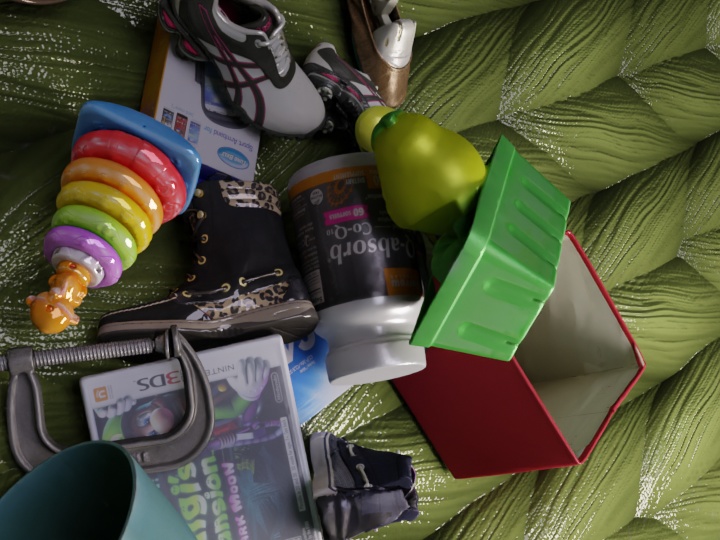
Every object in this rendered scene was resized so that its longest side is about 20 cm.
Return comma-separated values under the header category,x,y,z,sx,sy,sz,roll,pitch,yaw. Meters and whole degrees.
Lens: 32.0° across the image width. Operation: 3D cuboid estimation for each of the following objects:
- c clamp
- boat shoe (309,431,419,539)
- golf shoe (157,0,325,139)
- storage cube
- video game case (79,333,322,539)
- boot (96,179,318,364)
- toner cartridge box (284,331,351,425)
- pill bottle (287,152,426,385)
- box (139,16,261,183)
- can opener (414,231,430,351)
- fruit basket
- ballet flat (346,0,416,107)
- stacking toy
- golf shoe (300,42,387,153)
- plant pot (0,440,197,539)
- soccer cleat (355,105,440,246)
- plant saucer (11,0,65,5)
category,x,y,z,sx,sy,sz,roll,pitch,yaw
c clamp,-0.220,0.092,1.046,0.197,0.027,0.174,0,89,-13
boat shoe,0.005,0.191,1.146,0.091,0.200,0.076,-12,102,-1
golf shoe,-0.097,-0.198,1.171,0.200,0.088,0.078,40,56,-28
storage cube,0.157,0.090,1.312,0.171,0.179,0.201,-45,108,-39
video game case,-0.136,0.173,1.091,0.179,0.023,0.203,-12,90,-14
boot,-0.146,0.000,1.144,0.197,0.073,0.152,-8,64,-13
toner cartridge box,-0.067,0.093,1.213,0.199,0.043,0.096,-35,103,-40
pill bottle,0.000,0.000,1.189,0.115,0.116,0.203,0,74,-40
box,-0.149,-0.168,1.210,0.118,0.041,0.203,21,64,-35
can opener,0.047,-0.003,1.275,0.078,0.064,0.201,8,39,-21
fruit basket,0.081,-0.044,1.130,0.213,0.157,0.217,18,35,-13
ballet flat,0.024,-0.282,1.363,0.067,0.072,0.203,-12,87,-40
stacking toy,-0.221,-0.028,1.048,0.115,0.110,0.202,24,56,-6
golf shoe,0.013,-0.157,1.325,0.200,0.077,0.089,44,40,-31
plant pot,-0.200,0.260,0.966,0.161,0.199,0.202,50,52,-31
soccer cleat,0.066,-0.086,1.267,0.064,0.084,0.201,-39,123,1
plant saucer,-0.312,-0.324,1.102,0.199,0.029,0.203,21,60,-41
